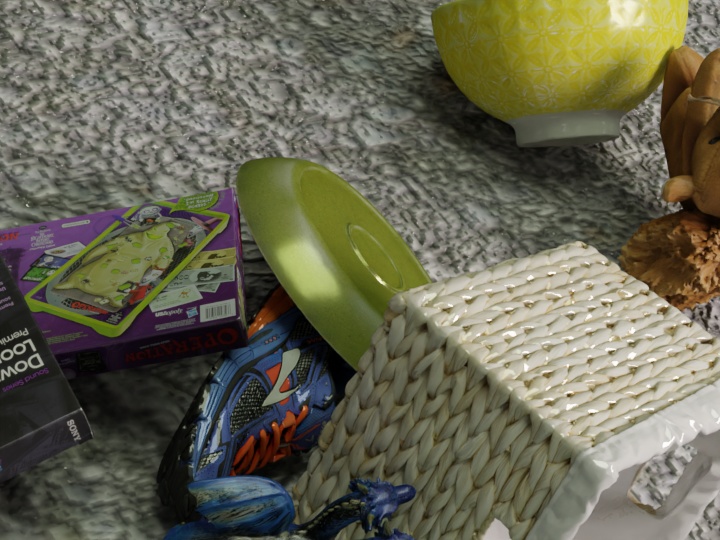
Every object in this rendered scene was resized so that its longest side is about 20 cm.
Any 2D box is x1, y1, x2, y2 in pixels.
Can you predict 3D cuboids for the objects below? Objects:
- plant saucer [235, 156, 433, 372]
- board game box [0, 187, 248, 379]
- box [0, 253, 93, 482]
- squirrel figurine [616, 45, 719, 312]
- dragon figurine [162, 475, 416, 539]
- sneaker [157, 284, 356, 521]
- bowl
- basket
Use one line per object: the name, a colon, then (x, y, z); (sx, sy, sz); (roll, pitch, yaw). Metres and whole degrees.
plant saucer: (0.000, 0.000, 1.228); (0.200, 0.031, 0.200); (45, 17, -18)
board game box: (-0.167, 0.014, 1.136); (0.199, 0.032, 0.120); (-10, 46, 3)
box: (-0.252, 0.044, 1.075); (0.143, 0.036, 0.200); (-27, 58, -12)
squirrel figurine: (0.266, -0.054, 1.373); (0.141, 0.201, 0.187); (17, 19, 5)
dragon figurine: (-0.064, 0.144, 1.011); (0.199, 0.099, 0.059); (1, 63, -15)
sneaker: (-0.053, 0.081, 1.144); (0.078, 0.075, 0.200); (31, 40, 3)
bowl: (0.155, -0.152, 1.482); (0.200, 0.200, 0.108); (-3, 89, -30)
basket: (0.095, 0.108, 1.090); (0.161, 0.199, 0.200); (44, 35, 25)
